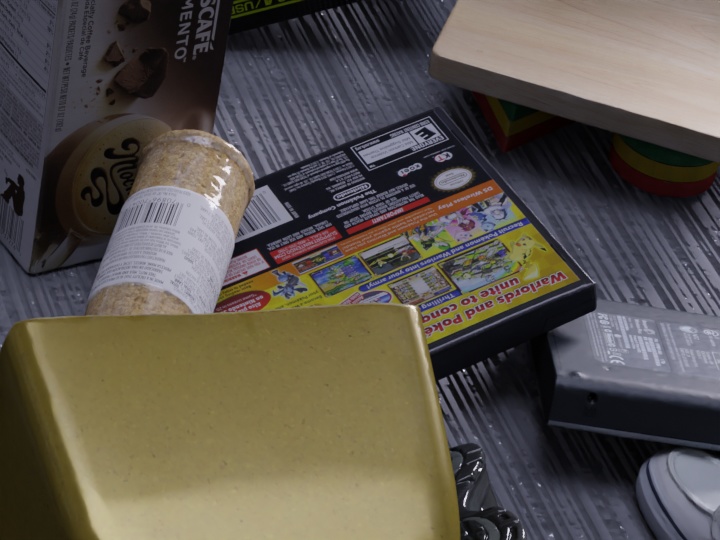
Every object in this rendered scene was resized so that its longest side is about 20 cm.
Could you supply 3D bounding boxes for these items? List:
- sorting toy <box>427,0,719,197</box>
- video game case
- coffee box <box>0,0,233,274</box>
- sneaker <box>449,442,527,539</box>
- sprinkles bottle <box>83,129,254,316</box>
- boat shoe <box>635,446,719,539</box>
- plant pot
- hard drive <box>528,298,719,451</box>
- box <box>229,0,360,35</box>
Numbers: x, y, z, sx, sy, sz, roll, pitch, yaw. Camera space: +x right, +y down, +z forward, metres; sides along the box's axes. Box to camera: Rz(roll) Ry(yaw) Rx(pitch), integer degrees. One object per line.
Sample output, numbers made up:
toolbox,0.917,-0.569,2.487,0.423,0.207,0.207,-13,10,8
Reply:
sorting toy,0.156,-0.128,1.849,0.199,0.070,0.199,17,35,7
video game case,0.000,0.000,1.615,0.199,0.026,0.181,-23,45,-16
coffee box,-0.143,-0.110,1.621,0.113,0.201,0.080,-13,42,-32
sneaker,0.047,0.149,1.429,0.076,0.091,0.200,-22,17,0
sprinkles bottle,-0.108,0.013,1.547,0.068,0.068,0.200,13,45,2
boat shoe,0.221,0.139,1.493,0.073,0.067,0.200,-18,44,-36
plant pot,-0.056,0.155,1.295,0.195,0.195,0.200,-3,46,-20
hard drive,0.196,0.060,1.600,0.199,0.033,0.140,8,19,-4
box,-0.050,-0.239,1.911,0.192,0.048,0.200,-17,42,-2
